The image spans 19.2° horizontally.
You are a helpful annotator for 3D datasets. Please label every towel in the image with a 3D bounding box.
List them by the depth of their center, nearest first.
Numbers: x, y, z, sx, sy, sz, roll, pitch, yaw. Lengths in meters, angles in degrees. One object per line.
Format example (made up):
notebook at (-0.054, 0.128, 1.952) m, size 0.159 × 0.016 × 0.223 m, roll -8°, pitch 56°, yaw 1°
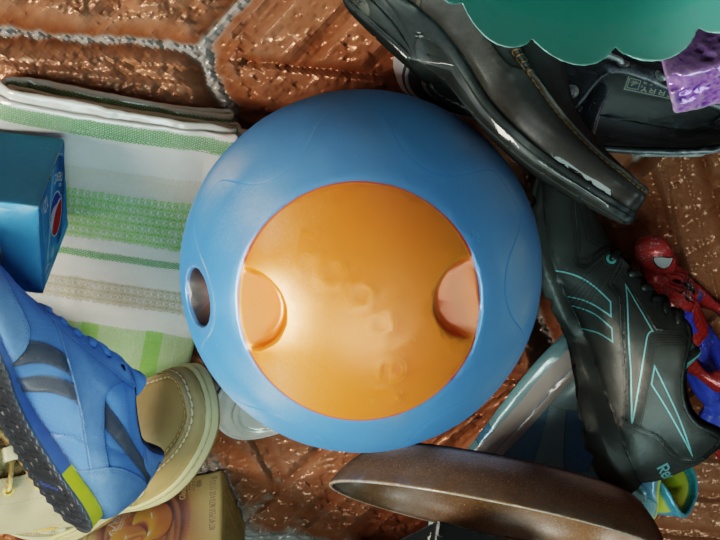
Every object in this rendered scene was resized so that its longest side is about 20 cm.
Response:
towel at (-0.157, -0.022, 1.262) m, size 0.149 × 0.031 × 0.200 m, roll 10°, pitch 129°, yaw -9°

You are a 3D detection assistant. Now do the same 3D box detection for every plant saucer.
plant saucer at (0.082, 0.132, 1.236) m, size 0.200 × 0.032 × 0.200 m, roll 12°, pitch 170°, yaw 2°

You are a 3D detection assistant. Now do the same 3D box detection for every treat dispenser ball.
treat dispenser ball at (0.000, 0.000, 1.176) m, size 0.200 × 0.201 × 0.201 m, roll -2°, pitch 128°, yaw -3°

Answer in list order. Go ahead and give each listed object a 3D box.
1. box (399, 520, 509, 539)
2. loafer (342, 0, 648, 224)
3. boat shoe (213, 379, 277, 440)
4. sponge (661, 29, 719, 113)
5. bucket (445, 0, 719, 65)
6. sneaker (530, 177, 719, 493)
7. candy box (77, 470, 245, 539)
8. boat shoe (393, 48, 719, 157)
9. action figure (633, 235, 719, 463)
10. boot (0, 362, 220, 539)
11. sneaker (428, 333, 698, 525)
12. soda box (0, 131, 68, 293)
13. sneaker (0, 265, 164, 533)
box at (0.035, 0.253, 1.365) m, size 0.079 × 0.142 × 0.200 m, roll 14°, pitch 159°, yaw -16°
loafer at (0.083, -0.106, 1.131) m, size 0.200 × 0.073 × 0.072 m, roll 43°, pitch 92°, yaw 8°
boat shoe at (-0.007, 0.061, 1.307) m, size 0.200 × 0.070 × 0.071 m, roll -26°, pitch 126°, yaw 15°
sponge at (0.254, -0.147, 1.137) m, size 0.199 × 0.112 × 0.030 m, roll -12°, pitch 130°, yaw 5°
bucket at (0.120, -0.218, 1.055) m, size 0.206 × 0.135 × 0.208 m, roll -3°, pitch 129°, yaw -3°
sneaker at (0.154, 0.028, 1.251) m, size 0.079 × 0.075 × 0.201 m, roll -17°, pitch 91°, yaw 15°
candy box at (-0.134, 0.223, 1.343) m, size 0.115 × 0.200 × 0.055 m, roll -14°, pitch 128°, yaw 8°
boat shoe at (0.118, -0.098, 1.192) m, size 0.199 × 0.068 × 0.072 m, roll 8°, pitch 127°, yaw -10°
action figure at (0.213, 0.049, 1.321) m, size 0.052 × 0.066 × 0.200 m, roll -9°, pitch 134°, yaw 32°
boot at (-0.195, 0.111, 1.284) m, size 0.155 × 0.073 × 0.200 m, roll 9°, pitch 149°, yaw -45°
sneaker at (0.134, 0.137, 1.339) m, size 0.131 × 0.079 × 0.200 m, roll 42°, pitch 123°, yaw 13°
soda box at (-0.269, -0.041, 1.189) m, size 0.199 × 0.068 × 0.064 m, roll 6°, pitch 128°, yaw 3°
sneaker at (-0.173, 0.053, 1.191) m, size 0.078 × 0.066 × 0.200 m, roll -40°, pitch 124°, yaw -23°
